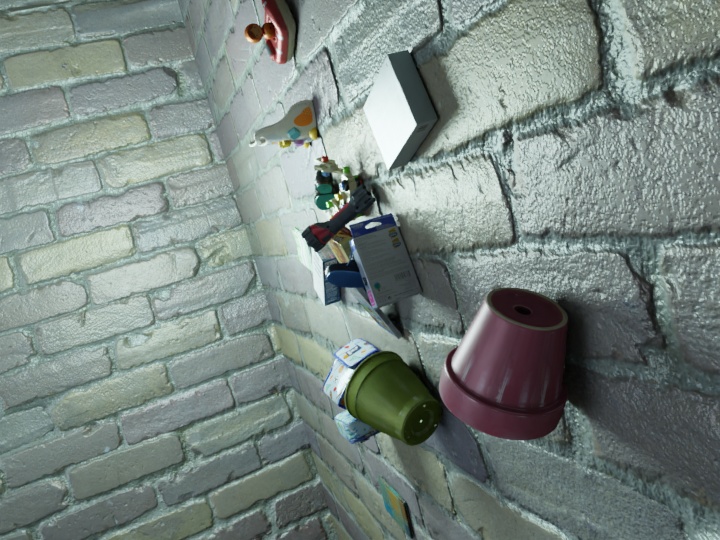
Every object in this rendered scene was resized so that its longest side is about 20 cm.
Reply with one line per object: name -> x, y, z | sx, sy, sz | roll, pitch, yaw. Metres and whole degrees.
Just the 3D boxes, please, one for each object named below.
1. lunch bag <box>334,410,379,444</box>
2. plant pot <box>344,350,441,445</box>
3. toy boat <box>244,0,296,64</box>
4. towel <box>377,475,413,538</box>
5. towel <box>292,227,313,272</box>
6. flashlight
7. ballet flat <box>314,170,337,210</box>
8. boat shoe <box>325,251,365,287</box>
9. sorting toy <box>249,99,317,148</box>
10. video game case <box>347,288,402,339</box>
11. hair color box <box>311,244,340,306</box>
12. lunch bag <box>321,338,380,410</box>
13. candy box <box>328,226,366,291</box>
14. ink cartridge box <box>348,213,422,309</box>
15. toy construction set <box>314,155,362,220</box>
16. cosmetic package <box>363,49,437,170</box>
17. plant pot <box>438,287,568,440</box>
lunch bag -> 0.014, 0.460, 2.033 | 0.083, 0.160, 0.200 | 66, 164, 0
plant pot -> 0.095, 0.334, 1.657 | 0.193, 0.200, 0.201 | 30, 136, 48
toy boat -> -0.256, -0.662, 1.817 | 0.200, 0.130, 0.131 | 108, 140, -61
towel -> 0.122, 0.809, 2.266 | 0.200, 0.022, 0.147 | 22, 129, 65
towel -> -0.200, -0.069, 2.376 | 0.200, 0.031, 0.150 | -148, 45, -64
flashlight -> -0.055, -0.132, 1.633 | 0.068, 0.200, 0.068 | 47, -169, -5
ballet flat -> -0.098, -0.236, 1.857 | 0.200, 0.068, 0.069 | 106, 160, -73
boat shoe -> 0.000, 0.000, 1.577 | 0.084, 0.199, 0.069 | -41, 54, 43
sorting toy -> -0.232, -0.400, 1.915 | 0.200, 0.179, 0.107 | 167, 86, -73
video game case -> 0.022, 0.091, 1.743 | 0.200, 0.018, 0.143 | 51, 171, -22
hair color box -> -0.111, 0.007, 2.133 | 0.201, 0.060, 0.100 | 90, 155, -44
lunch bag -> -0.017, 0.309, 1.983 | 0.201, 0.124, 0.170 | -64, 22, -2
candy box -> -0.016, -0.024, 1.722 | 0.115, 0.055, 0.200 | 37, 161, 54
ink cartridge box -> 0.052, -0.023, 1.523 | 0.201, 0.119, 0.042 | 71, 161, 5
toy construction set -> -0.050, -0.208, 1.720 | 0.131, 0.092, 0.201 | 49, 161, 52
cosmetic package -> 0.074, -0.310, 1.301 | 0.151, 0.051, 0.200 | 67, 162, 10
plant pot -> 0.239, 0.135, 1.038 | 0.200, 0.199, 0.180 | 48, 135, 51
